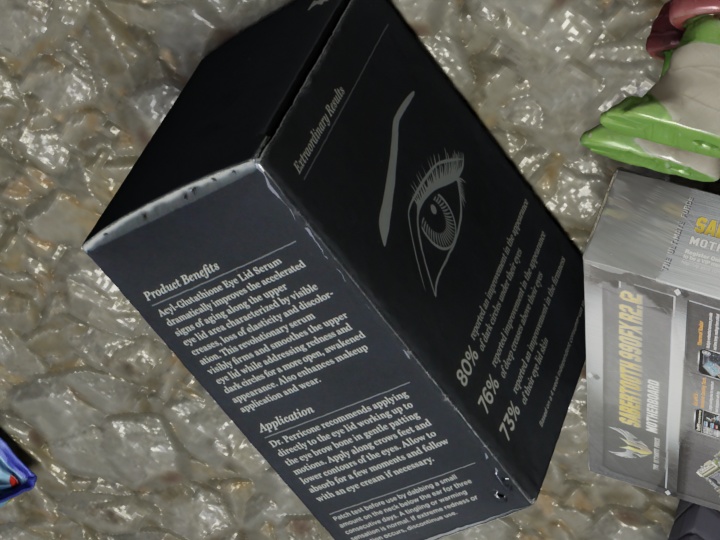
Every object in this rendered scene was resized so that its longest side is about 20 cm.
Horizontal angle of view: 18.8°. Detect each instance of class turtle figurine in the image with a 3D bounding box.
[{"bbox_3d":[0.106,-0.142,0.771,0.200,0.194,0.144,19,174,-31],"label":"turtle figurine"}]

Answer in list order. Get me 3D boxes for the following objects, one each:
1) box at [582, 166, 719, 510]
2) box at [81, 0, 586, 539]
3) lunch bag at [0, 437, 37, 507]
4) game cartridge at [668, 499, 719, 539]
[{"bbox_3d":[0.176,0.047,0.922,0.158,0.048,0.200,17,153,16],"label":"box"},{"bbox_3d":[0.000,0.000,0.940,0.104,0.148,0.200,-24,115,35],"label":"box"},{"bbox_3d":[-0.301,0.082,1.178,0.150,0.094,0.200,-29,100,37],"label":"lunch bag"},{"bbox_3d":[0.225,0.197,1.023,0.200,0.130,0.038,33,131,-8],"label":"game cartridge"}]
